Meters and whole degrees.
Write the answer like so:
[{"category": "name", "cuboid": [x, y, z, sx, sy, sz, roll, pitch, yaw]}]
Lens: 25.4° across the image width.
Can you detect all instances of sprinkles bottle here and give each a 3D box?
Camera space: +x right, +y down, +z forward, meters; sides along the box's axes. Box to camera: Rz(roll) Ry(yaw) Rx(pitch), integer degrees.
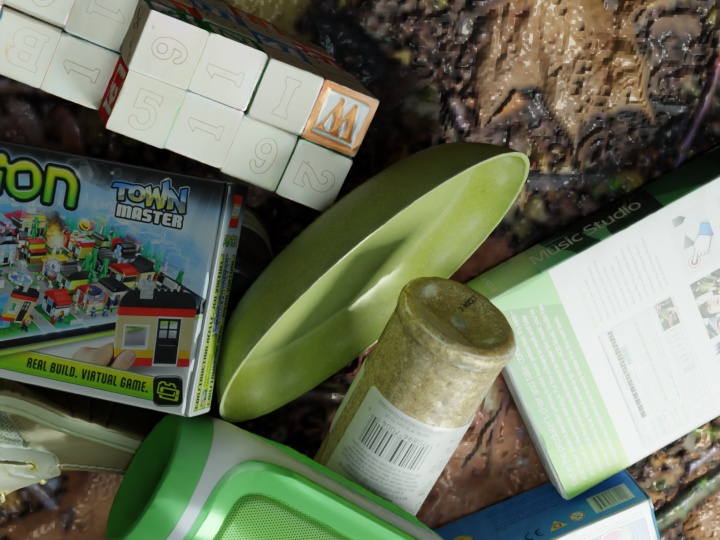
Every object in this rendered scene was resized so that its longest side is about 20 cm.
[{"category": "sprinkles bottle", "cuboid": [0.012, 0.099, 0.858, 0.068, 0.068, 0.201, 16, 121, -21]}]

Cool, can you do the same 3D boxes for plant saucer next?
[{"category": "plant saucer", "cuboid": [0.000, 0.000, 0.801, 0.200, 0.200, 0.031, -42, 77, 3]}]

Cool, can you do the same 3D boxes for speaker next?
[{"category": "speaker", "cuboid": [-0.024, 0.147, 0.799, 0.199, 0.089, 0.089, 31, 100, -18]}]

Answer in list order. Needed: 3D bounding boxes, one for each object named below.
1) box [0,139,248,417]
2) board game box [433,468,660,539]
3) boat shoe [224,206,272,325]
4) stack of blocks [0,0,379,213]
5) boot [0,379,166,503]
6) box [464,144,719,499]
[{"category": "box", "cuboid": [-0.160, -0.005, 0.752, 0.198, 0.035, 0.111, 10, 92, 10]}, {"category": "board game box", "cuboid": [0.097, 0.241, 0.971, 0.199, 0.056, 0.197, -21, 115, -7]}, {"category": "boat shoe", "cuboid": [-0.139, 0.002, 0.806, 0.199, 0.066, 0.072, -3, 114, -14]}, {"category": "stack of blocks", "cuboid": [-0.102, -0.103, 0.750, 0.199, 0.115, 0.059, 21, 104, -21]}, {"category": "boot", "cuboid": [-0.199, 0.120, 0.833, 0.198, 0.072, 0.156, 13, 106, -15]}, {"category": "box", "cuboid": [0.174, 0.025, 0.922, 0.199, 0.036, 0.145, -28, 115, -5]}]
